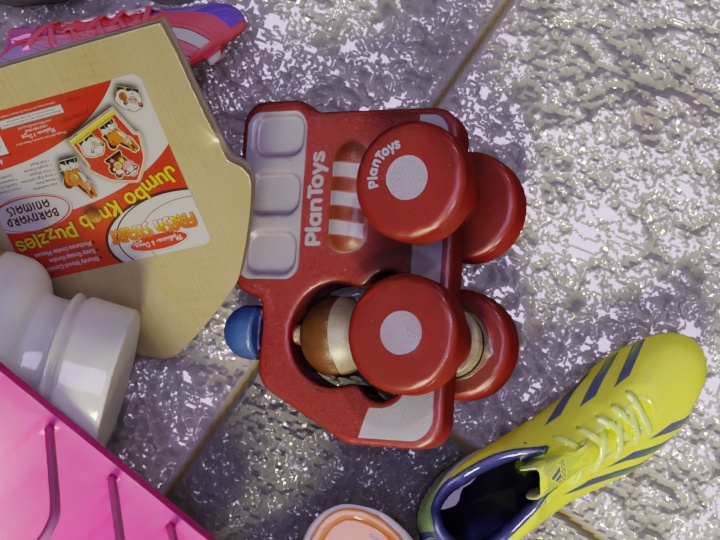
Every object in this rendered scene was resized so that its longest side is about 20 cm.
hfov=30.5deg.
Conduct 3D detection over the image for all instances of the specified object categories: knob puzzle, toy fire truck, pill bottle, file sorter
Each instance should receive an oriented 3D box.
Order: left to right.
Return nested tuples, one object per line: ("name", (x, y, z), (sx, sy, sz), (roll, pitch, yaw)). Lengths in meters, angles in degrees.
("pill bottle", (-0.234, 0.039, 0.754), (0.199, 0.114, 0.115), (15, 86, -2))
("file sorter", (-0.167, 0.173, 0.676), (0.139, 0.125, 0.200), (-44, 115, 3))
("knob puzzle", (-0.149, -0.037, 0.776), (0.218, 0.031, 0.221), (6, 121, 9))
("toy fire truck", (0.000, 0.000, 0.775), (0.167, 0.112, 0.202), (2, 85, 26))

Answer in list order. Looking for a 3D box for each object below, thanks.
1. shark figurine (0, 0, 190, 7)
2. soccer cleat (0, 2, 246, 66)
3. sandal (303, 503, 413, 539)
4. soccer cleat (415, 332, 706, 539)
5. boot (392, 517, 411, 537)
("shark figurine", (-0.142, -0.251, 0.800), (0.127, 0.090, 0.216), (20, 88, 2))
("soccer cleat", (-0.167, -0.126, 0.798), (0.199, 0.067, 0.077), (-24, 100, 5))
("sandal", (-0.007, 0.226, 0.697), (0.079, 0.059, 0.208), (7, 72, 4))
("soccer cleat", (0.121, 0.105, 0.763), (0.199, 0.084, 0.065), (-33, 85, -1))
("boot", (-0.001, 0.258, 0.747), (0.155, 0.077, 0.201), (-28, 80, -11))
